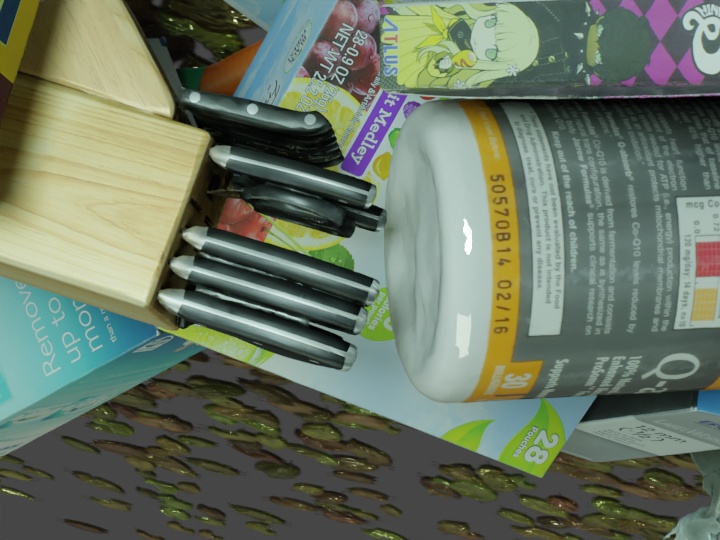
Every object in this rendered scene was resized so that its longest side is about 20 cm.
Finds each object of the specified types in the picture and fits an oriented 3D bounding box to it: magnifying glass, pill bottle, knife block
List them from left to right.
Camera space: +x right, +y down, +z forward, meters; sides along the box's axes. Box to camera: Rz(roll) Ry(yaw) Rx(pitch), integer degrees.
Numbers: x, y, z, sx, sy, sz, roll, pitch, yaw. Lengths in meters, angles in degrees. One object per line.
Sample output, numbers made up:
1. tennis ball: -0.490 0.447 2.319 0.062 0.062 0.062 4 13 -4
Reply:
1. knife block: -0.095 -0.010 0.755 0.199 0.176 0.064 -27 168 0
2. magnifying glass: -0.082 -0.090 1.027 0.079 0.023 0.200 25 160 -27
3. pill bottle: 0.115 -0.010 0.779 0.198 0.117 0.116 -2 163 -12

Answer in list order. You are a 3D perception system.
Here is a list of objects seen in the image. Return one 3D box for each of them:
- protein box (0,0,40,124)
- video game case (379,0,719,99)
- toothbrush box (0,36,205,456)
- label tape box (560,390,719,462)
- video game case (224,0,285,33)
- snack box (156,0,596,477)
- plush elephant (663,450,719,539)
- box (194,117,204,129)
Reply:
1. protein box: -0.221 -0.144 0.709 0.199 0.200 0.135 3 158 29
2. video game case: 0.134 -0.082 0.723 0.180 0.036 0.199 3 -173 35
3. toothbrush box: -0.162 -0.004 0.966 0.199 0.147 0.085 -27 170 35
4. label tape box: 0.156 0.005 0.910 0.066 0.144 0.200 19 161 -28
5. video game case: -0.019 -0.138 0.848 0.142 0.018 0.200 -5 152 44
6. snack box: 0.033 -0.022 0.860 0.199 0.169 0.068 21 -157 -23
7. plush elephant: 0.251 0.067 1.035 0.165 0.154 0.201 47 136 28
8. box: 0.006 -0.030 1.055 0.192 0.048 0.200 -2 158 26
